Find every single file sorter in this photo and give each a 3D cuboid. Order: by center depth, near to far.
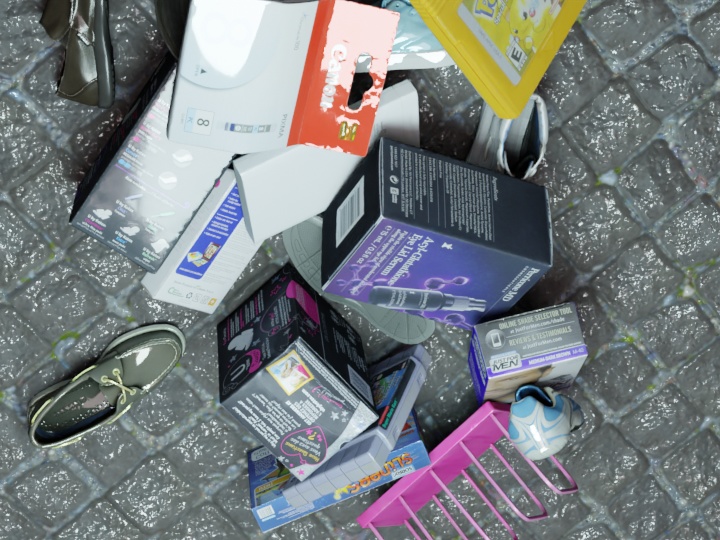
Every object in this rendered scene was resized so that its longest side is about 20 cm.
[{"bbox_3d":[0.126,0.261,1.839,0.200,0.139,0.126,-43,72,11],"label":"file sorter"}]

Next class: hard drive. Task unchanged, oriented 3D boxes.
[{"bbox_3d":[-0.032,-0.111,1.694,0.199,0.027,0.132,-27,151,-12],"label":"hard drive"}]

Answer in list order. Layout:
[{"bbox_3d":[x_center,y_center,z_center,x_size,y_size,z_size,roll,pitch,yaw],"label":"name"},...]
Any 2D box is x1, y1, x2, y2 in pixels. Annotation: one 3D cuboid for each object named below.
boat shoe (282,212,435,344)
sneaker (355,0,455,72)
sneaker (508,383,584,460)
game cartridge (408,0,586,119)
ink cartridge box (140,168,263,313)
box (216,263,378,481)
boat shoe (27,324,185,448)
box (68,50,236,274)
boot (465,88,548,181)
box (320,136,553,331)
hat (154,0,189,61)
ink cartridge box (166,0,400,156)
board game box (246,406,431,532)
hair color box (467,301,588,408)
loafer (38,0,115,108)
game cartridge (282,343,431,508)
[{"bbox_3d":[0.002,-0.001,1.792,0.202,0.065,0.074,35,123,-13],"label":"boat shoe"},{"bbox_3d":[0.054,-0.254,1.683,0.199,0.074,0.082,-8,116,-4],"label":"sneaker"},{"bbox_3d":[0.195,0.150,1.759,0.072,0.200,0.073,-20,91,11],"label":"sneaker"},{"bbox_3d":[0.138,-0.279,1.630,0.200,0.032,0.177,47,66,-39],"label":"game cartridge"},{"bbox_3d":[-0.141,-0.046,1.739,0.095,0.037,0.200,18,115,-51],"label":"ink cartridge box"},{"bbox_3d":[-0.070,0.107,1.744,0.115,0.200,0.132,-40,111,11],"label":"box"},{"bbox_3d":[-0.278,0.131,1.804,0.201,0.060,0.072,-31,112,6],"label":"boat shoe"},{"bbox_3d":[-0.199,-0.118,1.680,0.106,0.122,0.200,32,105,-16],"label":"box"},{"bbox_3d":[0.150,-0.107,1.742,0.073,0.096,0.201,4,111,-9],"label":"boot"},{"bbox_3d":[0.077,-0.033,1.693,0.199,0.105,0.148,15,143,-20],"label":"box"},{"bbox_3d":[-0.104,-0.279,1.600,0.200,0.081,0.202,5,73,-17],"label":"hat"},{"bbox_3d":[-0.074,-0.184,1.563,0.199,0.047,0.161,10,120,-8],"label":"ink cartridge box"},{"bbox_3d":[-0.027,0.208,1.826,0.199,0.135,0.035,-22,112,3],"label":"board game box"},{"bbox_3d":[0.177,0.095,1.774,0.109,0.200,0.065,-14,74,-1],"label":"hair color box"},{"bbox_3d":[-0.286,-0.255,1.640,0.071,0.073,0.201,-5,113,-7],"label":"loafer"},{"bbox_3d":[-0.001,0.161,1.757,0.129,0.200,0.038,-33,106,33],"label":"game cartridge"}]
